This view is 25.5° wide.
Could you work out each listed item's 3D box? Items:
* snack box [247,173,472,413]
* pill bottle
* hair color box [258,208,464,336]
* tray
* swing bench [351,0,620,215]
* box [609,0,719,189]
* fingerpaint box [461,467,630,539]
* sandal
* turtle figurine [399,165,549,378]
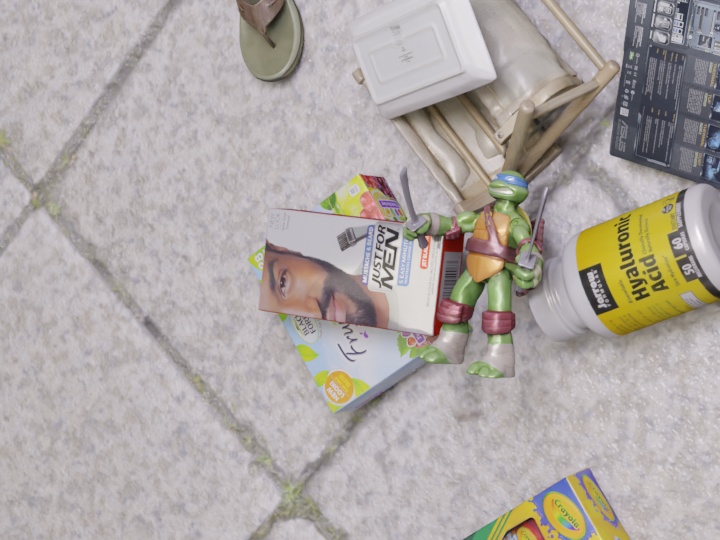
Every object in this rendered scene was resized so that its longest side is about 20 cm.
[{"bbox_3d":[-0.003,0.026,1.707,0.168,0.068,0.200,-35,74,23],"label":"snack box"},{"bbox_3d":[0.265,0.001,1.535,0.200,0.111,0.112,-24,80,32],"label":"pill bottle"},{"bbox_3d":[0.000,0.000,1.635,0.199,0.064,0.111,7,93,25],"label":"hair color box"},{"bbox_3d":[0.051,-0.211,1.540,0.200,0.022,0.108,-12,100,59],"label":"tray"},{"bbox_3d":[0.119,-0.196,1.592,0.199,0.129,0.200,54,148,16],"label":"swing bench"},{"bbox_3d":[0.325,-0.182,1.495,0.157,0.051,0.201,21,127,28],"label":"box"},{"bbox_3d":[0.204,0.328,1.598,0.167,0.073,0.200,-35,75,24],"label":"fingerpaint box"},{"bbox_3d":[-0.112,-0.309,1.766,0.080,0.057,0.202,-5,89,28],"label":"sandal"},{"bbox_3d":[0.100,-0.001,1.503,0.143,0.200,0.195,9,96,8],"label":"turtle figurine"}]
